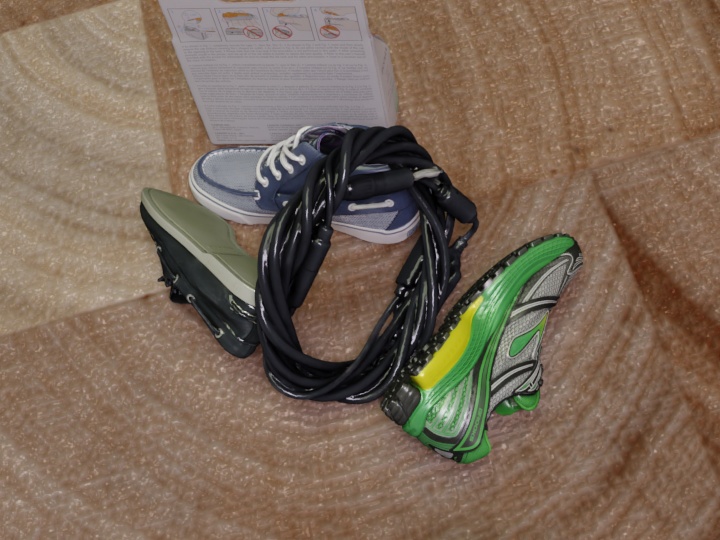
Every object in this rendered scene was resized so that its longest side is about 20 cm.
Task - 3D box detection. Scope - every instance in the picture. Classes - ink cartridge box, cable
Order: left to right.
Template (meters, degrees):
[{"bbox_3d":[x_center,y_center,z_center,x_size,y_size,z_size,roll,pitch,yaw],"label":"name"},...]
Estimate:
[{"bbox_3d":[-0.061,-0.174,0.948,0.159,0.201,0.051,1,57,11],"label":"ink cartridge box"},{"bbox_3d":[0.000,0.000,0.854,0.051,0.163,0.201,24,70,47],"label":"cable"}]

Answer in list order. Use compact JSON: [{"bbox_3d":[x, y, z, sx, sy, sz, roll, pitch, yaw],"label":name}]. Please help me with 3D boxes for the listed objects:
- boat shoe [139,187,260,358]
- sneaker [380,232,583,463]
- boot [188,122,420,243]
[{"bbox_3d":[-0.121,0.001,0.926,0.199,0.074,0.067,38,111,41],"label":"boat shoe"},{"bbox_3d":[0.099,0.053,0.862,0.085,0.078,0.200,43,64,-3],"label":"sneaker"},{"bbox_3d":[-0.048,-0.083,0.952,0.197,0.091,0.073,9,57,15],"label":"boot"}]
